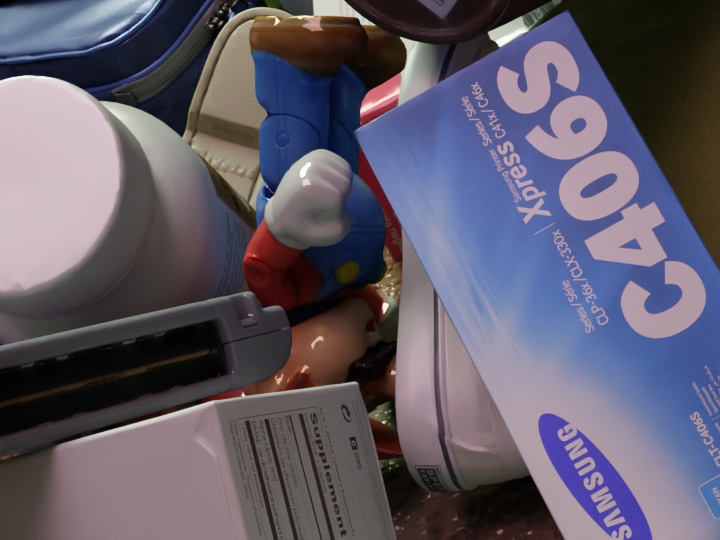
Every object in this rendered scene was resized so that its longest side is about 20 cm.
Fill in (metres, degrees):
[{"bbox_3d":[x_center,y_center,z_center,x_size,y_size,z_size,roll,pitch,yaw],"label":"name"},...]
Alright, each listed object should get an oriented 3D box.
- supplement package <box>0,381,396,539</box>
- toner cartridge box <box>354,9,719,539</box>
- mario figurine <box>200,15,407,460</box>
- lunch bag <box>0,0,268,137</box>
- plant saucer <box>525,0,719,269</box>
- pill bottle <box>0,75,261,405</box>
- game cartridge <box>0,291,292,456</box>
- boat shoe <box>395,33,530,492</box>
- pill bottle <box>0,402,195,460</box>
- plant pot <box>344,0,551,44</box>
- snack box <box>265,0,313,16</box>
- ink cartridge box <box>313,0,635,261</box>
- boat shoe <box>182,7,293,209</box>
[{"bbox_3d":[-0.089,0.139,0.704,0.198,0.157,0.111,-16,-6,25],"label":"supplement package"},{"bbox_3d":[0.084,0.014,0.749,0.094,0.043,0.201,-30,70,5],"label":"toner cartridge box"},{"bbox_3d":[0.000,0.000,0.843,0.122,0.202,0.106,0,4,-35],"label":"mario figurine"},{"bbox_3d":[-0.138,-0.119,1.145,0.199,0.133,0.136,-5,41,38],"label":"lunch bag"},{"bbox_3d":[0.114,-0.033,0.845,0.199,0.031,0.202,-22,56,37],"label":"plant saucer"},{"bbox_3d":[-0.107,-0.007,0.879,0.113,0.200,0.116,-4,74,14],"label":"pill bottle"},{"bbox_3d":[-0.131,0.049,0.711,0.132,0.042,0.199,-22,-5,35],"label":"game cartridge"},{"bbox_3d":[0.053,-0.012,0.824,0.065,0.072,0.202,-8,61,23],"label":"boat shoe"},{"bbox_3d":[-0.148,0.121,0.852,0.199,0.107,0.107,-25,32,11],"label":"pill bottle"},{"bbox_3d":[0.063,-0.188,0.841,0.186,0.188,0.201,-3,39,38],"label":"plant pot"},{"bbox_3d":[-0.048,-0.220,1.140,0.141,0.201,0.053,7,47,46],"label":"snack box"},{"bbox_3d":[0.083,-0.111,0.987,0.199,0.085,0.145,-24,32,13],"label":"ink cartridge box"},{"bbox_3d":[-0.071,-0.027,1.020,0.074,0.068,0.201,25,80,19],"label":"boat shoe"}]
